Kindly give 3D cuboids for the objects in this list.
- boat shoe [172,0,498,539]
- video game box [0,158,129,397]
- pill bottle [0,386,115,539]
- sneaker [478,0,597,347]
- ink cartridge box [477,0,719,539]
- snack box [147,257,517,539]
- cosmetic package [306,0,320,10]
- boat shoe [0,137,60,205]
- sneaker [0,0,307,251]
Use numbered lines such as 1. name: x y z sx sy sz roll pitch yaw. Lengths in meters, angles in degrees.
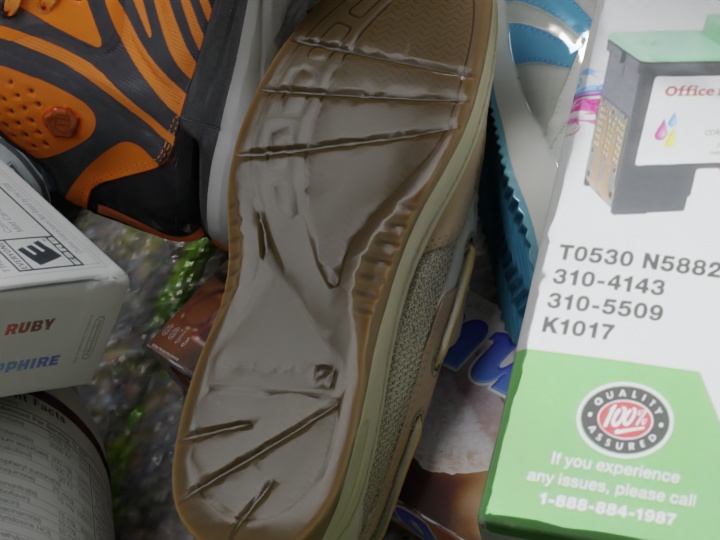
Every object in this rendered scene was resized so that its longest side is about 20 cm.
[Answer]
1. boat shoe: 0.000 0.000 0.717 0.072 0.065 0.202 5 67 24
2. video game box: -0.196 -0.027 0.705 0.200 0.181 0.047 40 118 33
3. pill bottle: -0.127 0.091 0.725 0.109 0.110 0.201 -24 41 9
4. sneaker: 0.077 -0.047 0.775 0.080 0.077 0.201 -4 38 -2
5. ink cartridge box: 0.123 -0.003 0.622 0.144 0.084 0.201 8 65 15
6. snack box: 0.017 0.038 0.753 0.072 0.024 0.199 -46 42 -15
7. cosmetic package: -0.038 -0.189 0.859 0.164 0.166 0.200 -17 18 19
8. boat shoe: -0.189 -0.050 0.950 0.199 0.069 0.057 13 48 34
9. sneaker: -0.071 -0.103 0.749 0.111 0.202 0.078 13 25 6
